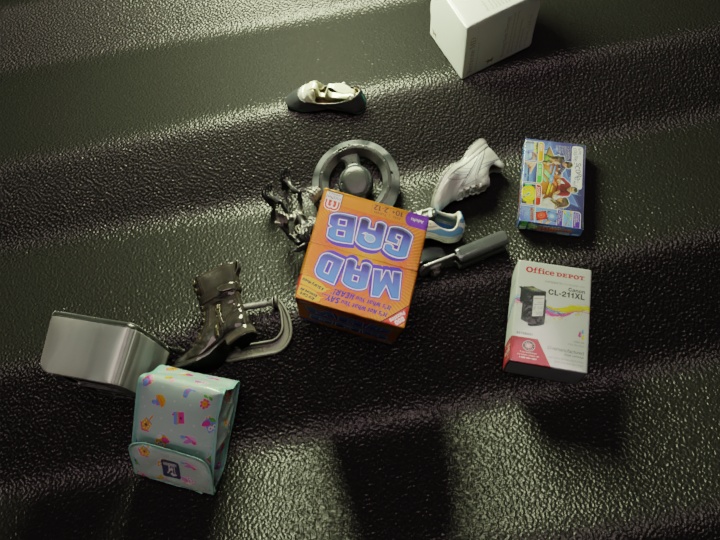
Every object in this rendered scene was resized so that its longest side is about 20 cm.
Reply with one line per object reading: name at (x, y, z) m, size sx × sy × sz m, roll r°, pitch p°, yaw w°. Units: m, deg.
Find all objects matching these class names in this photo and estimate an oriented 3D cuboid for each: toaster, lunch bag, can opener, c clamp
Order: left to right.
toaster at (-0.463, 0.163, 1.173) m, size 0.194 × 0.182 × 0.122 m, roll 8°, pitch 69°, yaw 9°
lunch bag at (-0.321, 0.292, 1.135) m, size 0.165 × 0.122 × 0.207 m, roll 11°, pitch 92°, yaw 5°
c clamp at (-0.232, 0.096, 1.265) m, size 0.193 × 0.027 × 0.176 m, roll -4°, pitch 66°, yaw 3°
can opener at (0.202, -0.042, 1.277) m, size 0.195 × 0.054 × 0.068 m, roll -22°, pitch 67°, yaw -6°

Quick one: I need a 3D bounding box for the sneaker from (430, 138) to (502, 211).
sneaker at (0.226, -0.193, 1.332) m, size 0.087 × 0.075 × 0.200 m, roll 42°, pitch 76°, yaw 14°

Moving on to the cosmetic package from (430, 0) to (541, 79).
cosmetic package at (0.282, -0.592, 1.445) m, size 0.196 × 0.168 × 0.169 m, roll -26°, pitch 67°, yaw -6°

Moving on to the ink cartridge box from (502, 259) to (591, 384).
ink cartridge box at (0.354, 0.095, 1.189) m, size 0.141 × 0.083 × 0.206 m, roll 8°, pitch 68°, yaw 8°

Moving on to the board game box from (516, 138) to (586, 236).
board game box at (0.406, -0.178, 1.328) m, size 0.131 × 0.035 × 0.206 m, roll 8°, pitch 68°, yaw 7°

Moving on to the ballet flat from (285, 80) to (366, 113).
ballet flat at (-0.083, -0.407, 1.447) m, size 0.193 × 0.073 × 0.075 m, roll 7°, pitch 67°, yaw 8°

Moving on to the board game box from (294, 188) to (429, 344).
board game box at (0.000, 0.000, 1.165) m, size 0.194 × 0.200 × 0.206 m, roll 15°, pitch 76°, yaw 0°

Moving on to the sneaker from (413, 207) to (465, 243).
sneaker at (0.118, -0.099, 1.291) m, size 0.193 × 0.074 × 0.073 m, roll 1°, pitch 43°, yaw 1°

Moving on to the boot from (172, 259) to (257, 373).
boot at (-0.299, 0.092, 1.237) m, size 0.196 × 0.069 × 0.177 m, roll -28°, pitch 64°, yaw 2°

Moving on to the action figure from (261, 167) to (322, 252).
action figure at (-0.129, -0.119, 1.310) m, size 0.118 × 0.103 × 0.201 m, roll -36°, pitch 65°, yaw -13°

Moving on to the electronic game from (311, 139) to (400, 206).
electronic game at (-0.010, -0.189, 1.362) m, size 0.193 × 0.042 × 0.207 m, roll -2°, pitch 74°, yaw 6°
